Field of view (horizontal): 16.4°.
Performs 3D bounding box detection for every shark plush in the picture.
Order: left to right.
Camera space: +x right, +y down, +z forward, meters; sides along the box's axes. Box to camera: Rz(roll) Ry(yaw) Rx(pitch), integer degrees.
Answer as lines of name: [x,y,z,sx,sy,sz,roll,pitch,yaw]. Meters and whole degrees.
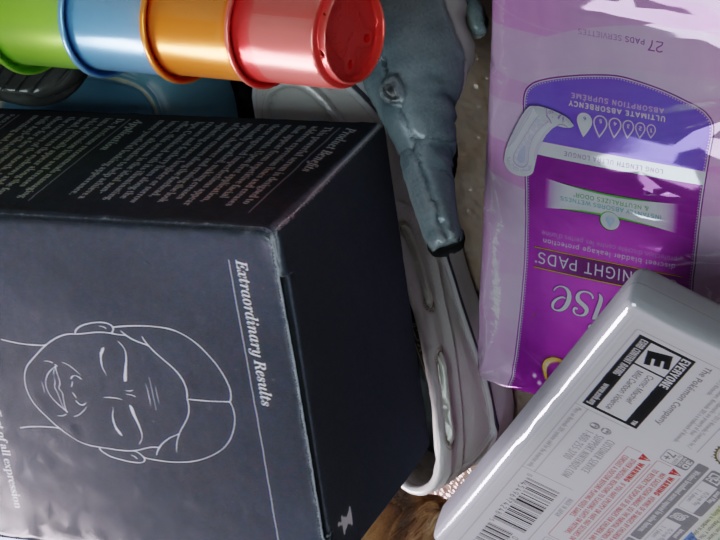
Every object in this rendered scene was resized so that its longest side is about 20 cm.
shark plush: [-0.004,-0.097,0.957,0.091,0.083,0.200,-16,76,39]

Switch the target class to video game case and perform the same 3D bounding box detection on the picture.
video game case: [0.145,0.094,0.968,0.182,0.022,0.200,26,142,-5]

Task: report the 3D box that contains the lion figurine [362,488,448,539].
lion figurine: [-0.028,0.106,1.085,0.200,0.072,0.123,41,87,0]

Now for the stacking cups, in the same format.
stacking cups: [-0.083,-0.099,0.930,0.200,0.060,0.061,8,116,38]

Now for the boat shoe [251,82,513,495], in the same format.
boat shoe: [0.000,0.000,1.047,0.072,0.066,0.200,-10,107,33]

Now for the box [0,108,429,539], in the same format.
box: [-0.089,0.024,0.995,0.200,0.107,0.149,4,117,24]

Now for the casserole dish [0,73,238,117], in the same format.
casserole dish: [-0.110,-0.025,1.116,0.121,0.039,0.200,9,117,27]

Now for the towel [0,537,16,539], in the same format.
towel: [-0.147,0.104,1.191,0.200,0.049,0.112,9,116,27]

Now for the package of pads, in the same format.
package of pads: [0.109,-0.041,0.960,0.120,0.076,0.200,14,119,24]

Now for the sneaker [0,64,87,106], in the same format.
sneaker: [-0.176,-0.112,1.083,0.200,0.074,0.089,32,162,35]
